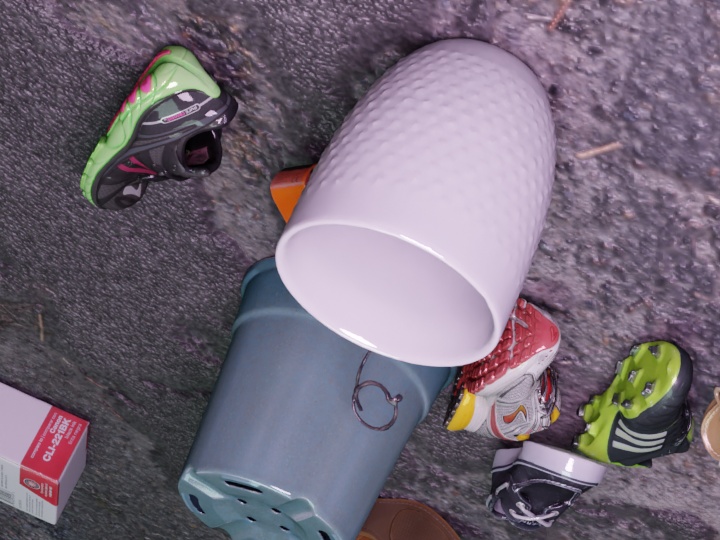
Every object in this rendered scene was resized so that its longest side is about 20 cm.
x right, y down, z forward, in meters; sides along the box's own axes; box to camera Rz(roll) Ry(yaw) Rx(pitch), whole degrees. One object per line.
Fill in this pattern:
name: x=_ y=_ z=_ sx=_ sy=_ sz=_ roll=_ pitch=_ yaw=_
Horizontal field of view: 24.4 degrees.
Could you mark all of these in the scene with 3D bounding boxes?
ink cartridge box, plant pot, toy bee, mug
ink cartridge box: x=-0.410 y=0.186 z=1.846 sx=0.200 sy=0.084 sz=0.144 roll=23 pitch=151 yaw=1
plant pot: x=-0.045 y=0.124 z=1.370 sx=0.200 sy=0.196 sz=0.200 roll=19 pitch=149 yaw=12
toy bee: x=0.000 y=0.000 z=1.258 sx=0.131 sy=0.109 sz=0.200 roll=17 pitch=125 yaw=29
mug: x=0.043 y=-0.040 z=1.064 sx=0.148 sy=0.175 sz=0.200 roll=23 pitch=151 yaw=3

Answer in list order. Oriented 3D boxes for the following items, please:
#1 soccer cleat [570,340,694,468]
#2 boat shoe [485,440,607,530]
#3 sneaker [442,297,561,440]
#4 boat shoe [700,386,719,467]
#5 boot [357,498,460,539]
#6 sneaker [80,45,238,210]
soccer cleat: x=0.228 y=0.106 z=1.284 sx=0.081 sy=0.068 sz=0.200 roll=16 pitch=157 yaw=-5
boat shoe: x=0.148 y=0.185 z=1.399 sx=0.072 sy=0.068 sz=0.200 roll=20 pitch=168 yaw=-10
sneaker: x=0.127 y=0.081 z=1.312 sx=0.082 sy=0.078 sz=0.200 roll=17 pitch=158 yaw=-2
boat shoe: x=0.299 y=0.092 z=1.176 sx=0.073 sy=0.063 sz=0.200 roll=60 pitch=144 yaw=13
boot: x=0.016 y=0.284 z=1.707 sx=0.200 sy=0.074 sz=0.155 roll=34 pitch=150 yaw=8
sneaker: x=-0.149 y=-0.087 z=1.231 sx=0.084 sy=0.077 sz=0.200 roll=34 pitch=150 yaw=-9
